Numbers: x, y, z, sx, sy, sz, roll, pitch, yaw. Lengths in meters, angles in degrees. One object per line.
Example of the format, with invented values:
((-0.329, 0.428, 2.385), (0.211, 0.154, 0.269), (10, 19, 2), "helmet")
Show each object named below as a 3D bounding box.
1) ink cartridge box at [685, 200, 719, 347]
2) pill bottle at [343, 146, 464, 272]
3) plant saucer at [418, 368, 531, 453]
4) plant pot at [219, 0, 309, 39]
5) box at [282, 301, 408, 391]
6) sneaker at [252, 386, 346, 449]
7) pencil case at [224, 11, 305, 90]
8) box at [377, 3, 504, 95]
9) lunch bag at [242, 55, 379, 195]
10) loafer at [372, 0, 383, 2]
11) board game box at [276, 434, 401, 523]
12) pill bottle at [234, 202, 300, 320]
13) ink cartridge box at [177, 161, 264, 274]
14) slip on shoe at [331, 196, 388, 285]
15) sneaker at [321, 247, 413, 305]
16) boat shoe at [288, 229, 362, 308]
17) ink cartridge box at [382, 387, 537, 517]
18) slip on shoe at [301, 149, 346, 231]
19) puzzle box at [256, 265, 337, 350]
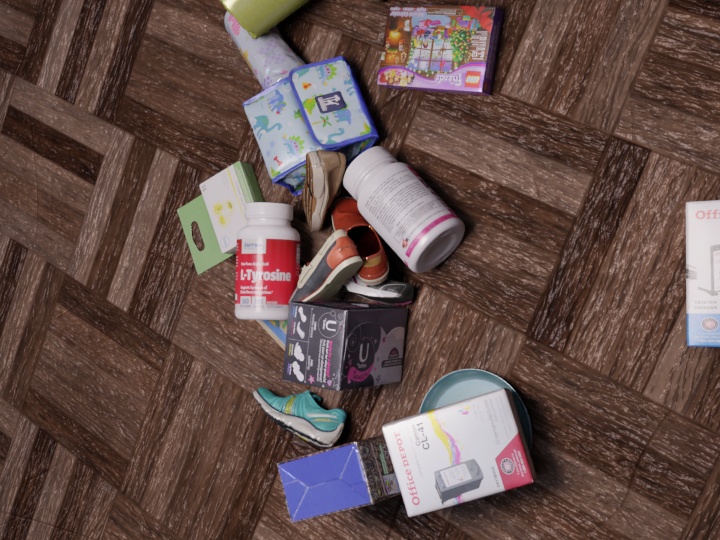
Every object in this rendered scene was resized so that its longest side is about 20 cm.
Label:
((0.521, 0.003, 1.316), (0.145, 0.084, 0.201), (-2, 88, 32), "ink cartridge box")
((0.067, -0.103, 1.582), (0.200, 0.113, 0.113), (49, 112, 23), "pill bottle")
((0.184, 0.257, 1.548), (0.199, 0.027, 0.201), (-1, 87, 31), "plant saucer")
((-0.158, -0.504, 1.660), (0.184, 0.200, 0.201), (-43, 67, 5), "plant pot")
((-0.020, 0.120, 1.576), (0.114, 0.200, 0.133), (6, 92, 32), "box")
((-0.106, 0.248, 1.712), (0.199, 0.078, 0.080), (20, 68, 35), "sneaker")
((-0.168, -0.400, 1.757), (0.090, 0.083, 0.200), (-27, 70, -11), "pencil case")
((0.129, -0.365, 1.597), (0.199, 0.039, 0.138), (11, 94, 31), "box")
((-0.081, -0.254, 1.680), (0.199, 0.127, 0.171), (-26, 72, 15), "lunch bag")
((0.007, -0.556, 1.663), (0.067, 0.076, 0.201), (-31, 83, 26), "loafer")
((-0.006, 0.326, 1.560), (0.159, 0.200, 0.097), (-21, 79, 29), "board game box")
((-0.161, -0.014, 1.690), (0.112, 0.112, 0.201), (-1, 87, 31), "pill bottle")
((-0.268, -0.096, 1.828), (0.199, 0.048, 0.146), (-26, 76, 26), "ink cartridge box")
((-0.001, -0.062, 1.619), (0.074, 0.061, 0.200), (-17, 45, -4), "slip on shoe")
((0.000, 0.000, 1.644), (0.199, 0.080, 0.087), (15, 85, 25), "sneaker")
((-0.066, 0.009, 1.587), (0.200, 0.071, 0.063), (-46, 68, 46), "boat shoe")
((0.151, 0.275, 1.472), (0.199, 0.086, 0.148), (-19, 80, 9), "ink cartridge box")
((-0.062, -0.136, 1.650), (0.060, 0.200, 0.076), (-13, 58, -13), "slip on shoe")
((-0.124, 0.064, 1.745), (0.200, 0.025, 0.133), (43, 109, 26), "puzzle box")
